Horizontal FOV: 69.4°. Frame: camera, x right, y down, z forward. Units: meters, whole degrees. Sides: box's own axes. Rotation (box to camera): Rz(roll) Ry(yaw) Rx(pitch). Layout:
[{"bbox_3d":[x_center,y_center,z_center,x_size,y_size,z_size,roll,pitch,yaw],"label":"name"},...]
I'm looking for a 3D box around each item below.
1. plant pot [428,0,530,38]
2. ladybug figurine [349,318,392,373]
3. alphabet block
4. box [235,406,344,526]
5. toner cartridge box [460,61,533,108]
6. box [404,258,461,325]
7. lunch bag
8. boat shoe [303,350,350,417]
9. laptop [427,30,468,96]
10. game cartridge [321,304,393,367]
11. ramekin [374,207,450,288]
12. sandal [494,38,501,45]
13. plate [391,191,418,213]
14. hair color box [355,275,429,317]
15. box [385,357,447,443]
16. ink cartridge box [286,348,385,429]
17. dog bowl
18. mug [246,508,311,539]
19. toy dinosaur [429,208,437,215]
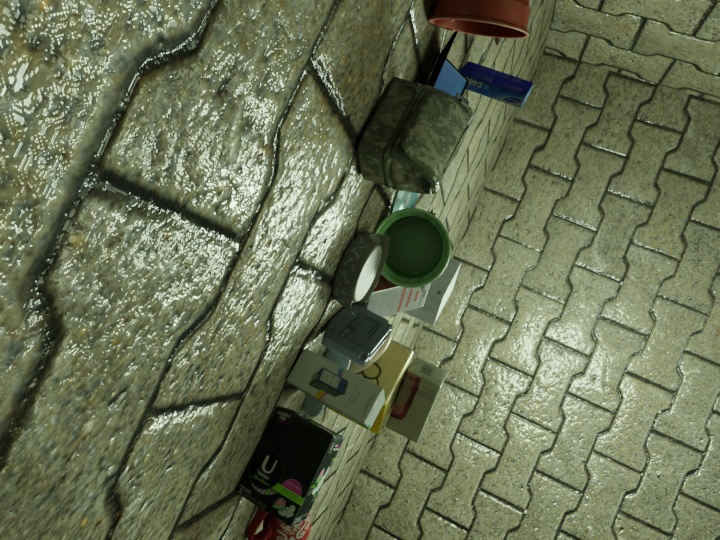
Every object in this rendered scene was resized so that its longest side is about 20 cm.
[{"bbox_3d":[0.248,-0.570,1.001,0.201,0.200,0.196,-34,137,-64],"label":"plant pot"},{"bbox_3d":[0.004,0.194,1.419,0.200,0.135,0.072,-46,127,-29],"label":"ladybug figurine"},{"bbox_3d":[0.022,0.318,1.525,0.200,0.195,0.197,-54,159,-38],"label":"alphabet block"},{"bbox_3d":[-0.151,0.428,1.157,0.201,0.148,0.124,-62,163,-13],"label":"box"},{"bbox_3d":[0.381,-0.531,1.482,0.095,0.199,0.043,-53,162,-40],"label":"toner cartridge box"},{"bbox_3d":[0.196,0.038,1.700,0.200,0.198,0.131,-54,161,-41],"label":"box"},{"bbox_3d":[0.109,-0.253,1.001,0.201,0.167,0.139,-62,165,-19],"label":"lunch bag"},{"bbox_3d":[-0.077,0.288,1.354,0.200,0.073,0.068,-67,161,3],"label":"boat shoe"},{"bbox_3d":[0.201,-0.411,1.200,0.200,0.103,0.178,-164,-83,-84],"label":"laptop"},{"bbox_3d":[-0.010,0.152,1.267,0.200,0.133,0.041,-38,156,-60],"label":"game cartridge"},{"bbox_3d":[0.133,-0.061,1.346,0.098,0.199,0.201,-31,143,-78],"label":"ramekin"},{"bbox_3d":[0.362,-0.724,1.420,0.079,0.059,0.208,-76,165,-79],"label":"sandal"},{"bbox_3d":[0.136,-0.210,1.453,0.201,0.025,0.200,-59,165,-27],"label":"plate"},{"bbox_3d":[0.090,0.063,1.430,0.199,0.064,0.111,-11,134,-26],"label":"hair color box"},{"bbox_3d":[0.169,0.385,1.562,0.201,0.109,0.128,-70,166,16],"label":"box"},{"bbox_3d":[-0.051,0.268,1.172,0.088,0.199,0.145,-58,165,-17],"label":"ink cartridge box"},{"bbox_3d":[0.000,0.000,1.221,0.200,0.058,0.200,-58,164,-28],"label":"dog bowl"},{"bbox_3d":[-0.196,0.626,1.353,0.178,0.133,0.201,-50,155,-53],"label":"mug"},{"bbox_3d":[0.151,-0.112,1.497,0.181,0.200,0.106,-16,102,-31],"label":"toy dinosaur"}]
